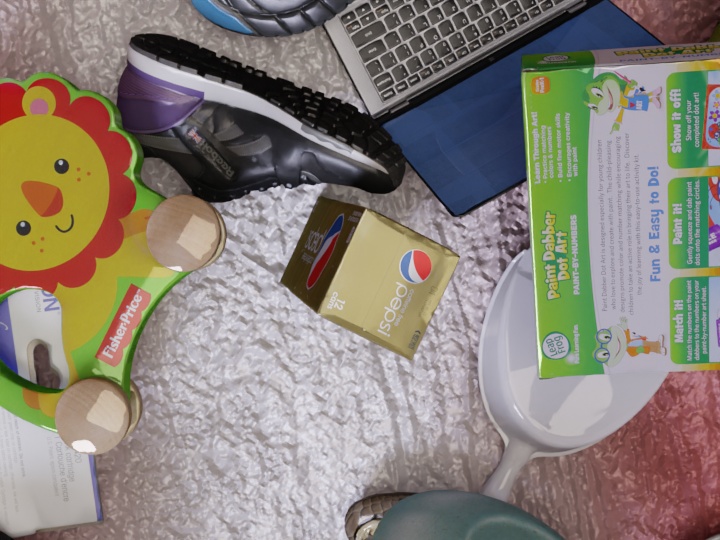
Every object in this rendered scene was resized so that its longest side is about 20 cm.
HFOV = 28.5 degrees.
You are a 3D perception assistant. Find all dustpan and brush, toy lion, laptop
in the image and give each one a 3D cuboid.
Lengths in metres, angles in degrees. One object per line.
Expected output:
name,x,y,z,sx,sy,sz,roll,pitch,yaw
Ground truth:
dustpan and brush,0.125,0.101,0.994,0.138,0.057,0.202,27,83,-8
toy lion,-0.193,-0.013,0.890,0.190,0.069,0.202,26,91,-1
laptop,0.084,-0.168,0.931,0.186,0.116,0.202,-29,98,-7

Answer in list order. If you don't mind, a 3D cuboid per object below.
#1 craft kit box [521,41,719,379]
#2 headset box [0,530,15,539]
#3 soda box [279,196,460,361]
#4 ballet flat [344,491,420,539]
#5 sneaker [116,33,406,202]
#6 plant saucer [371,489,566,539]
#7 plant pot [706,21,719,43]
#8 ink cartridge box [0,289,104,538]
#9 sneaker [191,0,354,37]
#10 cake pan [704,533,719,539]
craft kit box,0.198,-0.035,0.859,0.195,0.049,0.202,-3,112,5
headset box,-0.255,0.264,0.871,0.200,0.149,0.075,-44,133,4
soda box,0.000,0.000,0.886,0.063,0.200,0.068,26,90,-10
ballet flat,0.081,0.207,0.982,0.198,0.047,0.068,23,127,-12
sneaker,-0.068,-0.079,0.929,0.198,0.076,0.088,24,112,10
plant saucer,0.099,0.209,0.896,0.199,0.202,0.039,28,123,-10
plant pot,0.282,-0.080,0.943,0.200,0.201,0.193,39,99,-9
ink cartridge box,-0.279,0.082,0.929,0.197,0.047,0.200,-8,94,-11
sneaker,-0.017,-0.211,0.926,0.198,0.082,0.074,-15,122,9
cake pan,0.280,0.282,1.032,0.197,0.037,0.203,-1,94,-9
